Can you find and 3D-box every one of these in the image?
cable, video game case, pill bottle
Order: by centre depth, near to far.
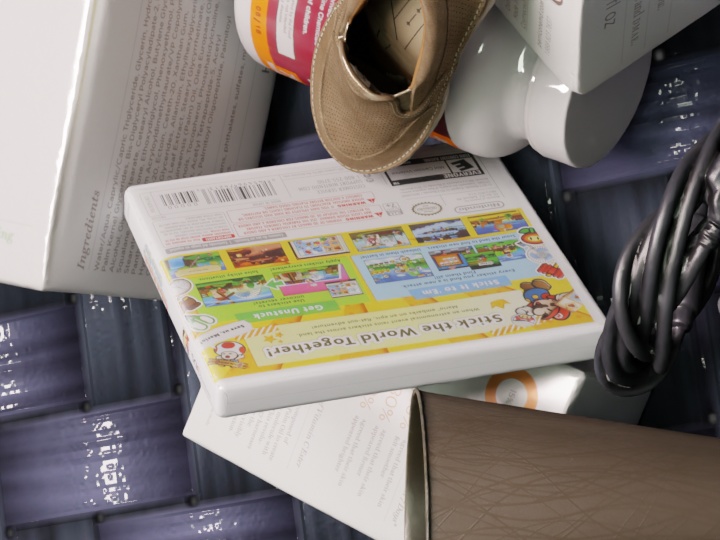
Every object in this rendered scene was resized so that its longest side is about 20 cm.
[{"bbox_3d":[0.168,-0.030,1.434,0.051,0.163,0.200,31,93,5],"label":"cable"},{"bbox_3d":[0.000,0.000,1.485,0.182,0.199,0.023,-119,27,-52],"label":"video game case"},{"bbox_3d":[0.043,-0.126,1.537,0.200,0.113,0.113,24,99,27],"label":"pill bottle"}]

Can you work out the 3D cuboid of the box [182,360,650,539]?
[{"bbox_3d":[0.029,0.071,1.544,0.200,0.097,0.125,26,99,27],"label":"box"}]

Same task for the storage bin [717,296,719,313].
[{"bbox_3d":[0.267,0.030,1.406,0.200,0.145,0.134,52,120,20],"label":"storage bin"}]

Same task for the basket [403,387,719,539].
[{"bbox_3d":[0.123,0.139,1.391,0.199,0.136,0.181,1,53,-4],"label":"basket"}]

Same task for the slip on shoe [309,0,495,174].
[{"bbox_3d":[0.013,-0.104,1.442,0.076,0.061,0.200,44,145,4],"label":"slip on shoe"}]

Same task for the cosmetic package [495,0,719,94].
[{"bbox_3d":[0.135,-0.227,1.421,0.200,0.165,0.165,-34,69,-13],"label":"cosmetic package"}]

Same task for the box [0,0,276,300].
[{"bbox_3d":[-0.173,-0.096,1.609,0.198,0.171,0.201,12,93,33],"label":"box"}]
